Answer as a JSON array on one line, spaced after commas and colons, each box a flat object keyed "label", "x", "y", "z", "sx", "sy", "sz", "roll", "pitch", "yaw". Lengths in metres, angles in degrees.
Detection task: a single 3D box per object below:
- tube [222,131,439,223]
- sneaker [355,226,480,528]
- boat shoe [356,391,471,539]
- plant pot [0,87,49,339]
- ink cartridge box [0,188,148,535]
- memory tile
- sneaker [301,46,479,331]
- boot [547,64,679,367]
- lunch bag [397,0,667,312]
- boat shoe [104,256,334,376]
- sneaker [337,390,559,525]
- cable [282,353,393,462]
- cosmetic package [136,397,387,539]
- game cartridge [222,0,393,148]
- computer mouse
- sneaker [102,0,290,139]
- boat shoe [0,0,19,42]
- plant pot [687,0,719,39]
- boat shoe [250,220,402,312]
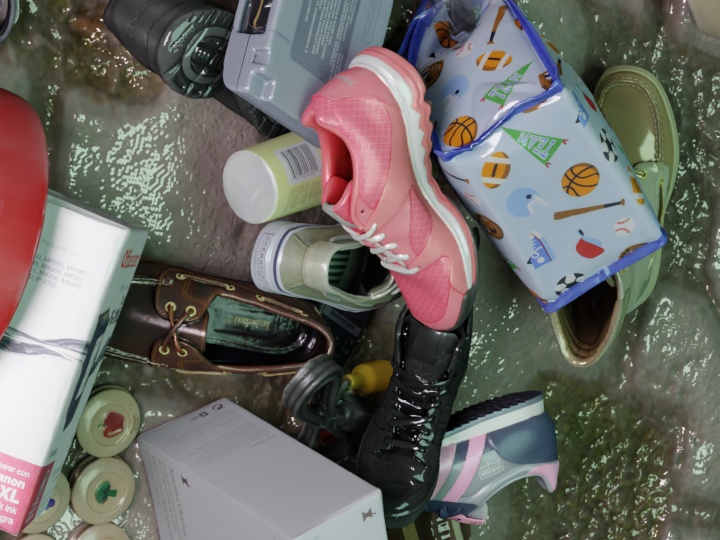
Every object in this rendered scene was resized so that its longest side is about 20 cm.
[{"label": "tube", "x": -0.011, "y": -0.079, "z": 1.530, "sx": 0.200, "sy": 0.052, "sz": 0.058, "roll": -23, "pitch": 152, "yaw": -45}, {"label": "sneaker", "x": 0.042, "y": 0.071, "z": 1.531, "sx": 0.104, "sy": 0.060, "sz": 0.200, "roll": 90, "pitch": 17, "yaw": -55}, {"label": "boat shoe", "x": 0.045, "y": 0.167, "z": 1.679, "sx": 0.075, "sy": 0.074, "sz": 0.203, "roll": -41, "pitch": 124, "yaw": -70}, {"label": "plant pot", "x": -0.303, "y": -0.036, "z": 1.275, "sx": 0.182, "sy": 0.200, "sz": 0.201, "roll": 20, "pitch": 93, "yaw": -35}, {"label": "ink cartridge box", "x": -0.208, "y": 0.051, "z": 1.382, "sx": 0.084, "sy": 0.145, "sz": 0.201, "roll": 20, "pitch": 90, "yaw": -2}, {"label": "memory tile", "x": -0.224, "y": 0.181, "z": 1.517, "sx": 0.153, "sy": 0.017, "sz": 0.201, "roll": -5, "pitch": 108, "yaw": -34}, {"label": "sneaker", "x": 0.011, "y": -0.041, "z": 1.443, "sx": 0.087, "sy": 0.074, "sz": 0.201, "roll": -33, "pitch": 115, "yaw": -32}, {"label": "boot", "x": 0.186, "y": -0.042, "z": 1.655, "sx": 0.155, "sy": 0.072, "sz": 0.201, "roll": -44, "pitch": 139, "yaw": -61}, {"label": "lunch bag", "x": 0.109, "y": -0.097, "z": 1.556, "sx": 0.123, "sy": 0.200, "sz": 0.170, "roll": -29, "pitch": 126, "yaw": 9}, {"label": "boat shoe", "x": -0.114, "y": 0.034, "z": 1.494, "sx": 0.199, "sy": 0.070, "sz": 0.071, "roll": 4, "pitch": 103, "yaw": -23}, {"label": "sneaker", "x": 0.052, "y": 0.156, "z": 1.593, "sx": 0.199, "sy": 0.070, "sz": 0.082, "roll": -20, "pitch": 98, "yaw": -6}, {"label": "cable", "x": -0.031, "y": 0.093, "z": 1.541, "sx": 0.097, "sy": 0.050, "sz": 0.200, "roll": -41, "pitch": 159, "yaw": 8}, {"label": "cosmetic package", "x": -0.063, "y": 0.178, "z": 1.513, "sx": 0.081, "sy": 0.200, "sz": 0.113, "roll": -24, "pitch": 117, "yaw": -27}, {"label": "game cartridge", "x": -0.024, "y": -0.188, "z": 1.440, "sx": 0.133, "sy": 0.040, "sz": 0.201, "roll": 30, "pitch": 71, "yaw": -53}, {"label": "computer mouse", "x": -0.003, "y": -0.007, "z": 1.605, "sx": 0.059, "sy": 0.034, "sz": 0.201, "roll": 41, "pitch": 73, "yaw": -50}, {"label": "sneaker", "x": -0.094, "y": -0.148, "z": 1.464, "sx": 0.076, "sy": 0.091, "sz": 0.200, "roll": -59, "pitch": 151, "yaw": 3}, {"label": "boat shoe", "x": -0.213, "y": -0.233, "z": 1.358, "sx": 0.072, "sy": 0.063, "sz": 0.201, "roll": 13, "pitch": 97, "yaw": -37}, {"label": "plant pot", "x": 0.303, "y": -0.246, "z": 1.660, "sx": 0.134, "sy": 0.201, "sz": 0.201, "roll": -21, "pitch": 123, "yaw": 12}, {"label": "boat shoe", "x": 0.000, "y": 0.000, "z": 1.523, "sx": 0.200, "sy": 0.062, "sz": 0.072, "roll": -4, "pitch": 109, "yaw": -59}]
